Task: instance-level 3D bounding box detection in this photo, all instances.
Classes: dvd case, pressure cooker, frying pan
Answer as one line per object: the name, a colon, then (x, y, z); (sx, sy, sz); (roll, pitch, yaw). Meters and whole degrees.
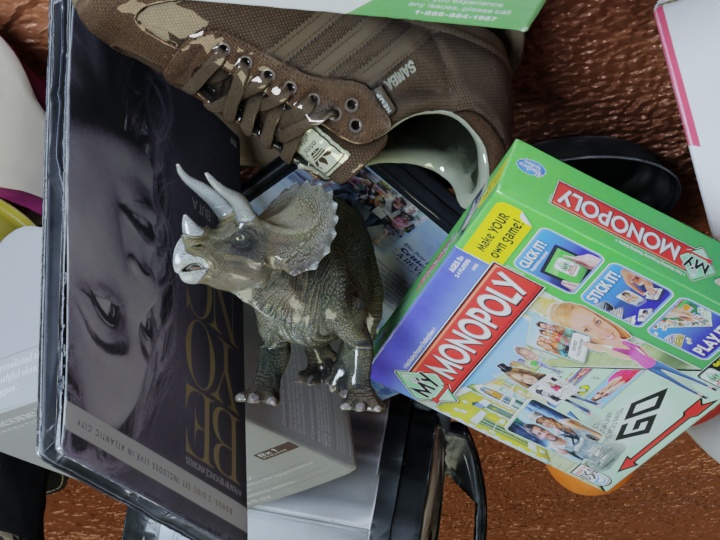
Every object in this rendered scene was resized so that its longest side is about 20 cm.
dvd case: (-0.086, 0.002, 0.769); (0.016, 0.202, 0.149); (-12, 153, 20)
pressure cooker: (-0.029, 0.148, 1.056); (0.198, 0.179, 0.177); (10, 133, 1)
dvd case: (0.000, 0.000, 0.915); (0.142, 0.018, 0.200); (39, 152, -13)
frying pan: (0.071, -0.040, 0.954); (0.188, 0.031, 0.115); (1, 157, -14)

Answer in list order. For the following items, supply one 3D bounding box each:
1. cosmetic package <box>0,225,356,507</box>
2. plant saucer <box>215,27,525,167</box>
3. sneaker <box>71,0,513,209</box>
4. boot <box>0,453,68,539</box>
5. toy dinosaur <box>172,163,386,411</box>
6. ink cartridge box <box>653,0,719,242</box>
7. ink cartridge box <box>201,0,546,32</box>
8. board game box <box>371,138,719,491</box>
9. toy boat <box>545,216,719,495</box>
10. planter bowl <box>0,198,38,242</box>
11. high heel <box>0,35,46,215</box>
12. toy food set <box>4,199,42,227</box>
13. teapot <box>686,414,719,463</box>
cosmetic package: (-0.097, 0.049, 0.881); (0.106, 0.091, 0.200); (-20, 155, 26)
plant saucer: (-0.027, -0.104, 0.821); (0.198, 0.030, 0.200); (-4, 154, -2)
sneaker: (-0.020, -0.078, 0.756); (0.199, 0.076, 0.070); (10, 152, -27)
boot: (-0.220, 0.147, 1.170); (0.072, 0.152, 0.200); (-2, 154, -3)
toy dinosaur: (-0.017, 0.005, 0.825); (0.076, 0.103, 0.200); (4, -175, 15)
ink cartridge box: (0.206, -0.029, 0.871); (0.082, 0.148, 0.200); (-17, 152, 13)
ink cartridge box: (0.020, -0.173, 0.620); (0.144, 0.088, 0.200); (3, 155, -15)
board game box: (0.090, 0.028, 0.815); (0.134, 0.029, 0.200); (25, 152, -4)
toy boat: (0.126, 0.051, 0.961); (0.129, 0.132, 0.200); (7, 167, 24)
planter bowl: (-0.243, 0.034, 0.901); (0.198, 0.084, 0.201); (0, 147, 0)
high heel: (-0.167, -0.064, 0.856); (0.199, 0.068, 0.096); (35, 171, -29)
toy food set: (-0.209, -0.015, 0.942); (0.143, 0.061, 0.200); (-16, 152, 24)
teapot: (0.299, 0.069, 1.101); (0.199, 0.146, 0.198); (31, 108, -22)
